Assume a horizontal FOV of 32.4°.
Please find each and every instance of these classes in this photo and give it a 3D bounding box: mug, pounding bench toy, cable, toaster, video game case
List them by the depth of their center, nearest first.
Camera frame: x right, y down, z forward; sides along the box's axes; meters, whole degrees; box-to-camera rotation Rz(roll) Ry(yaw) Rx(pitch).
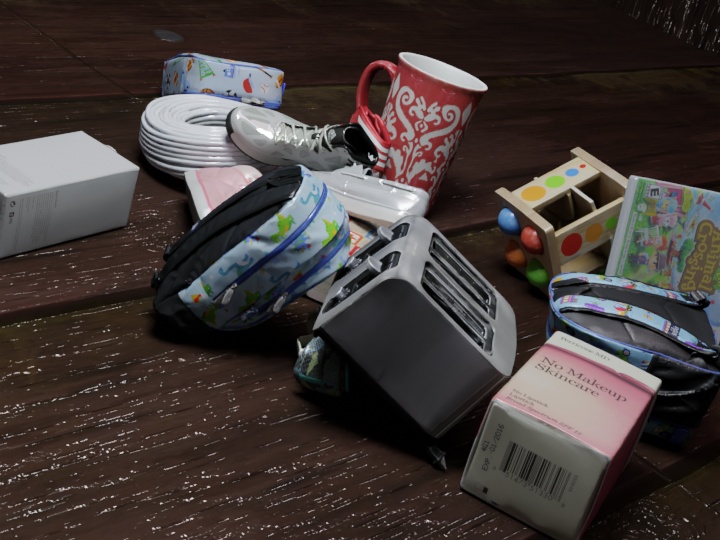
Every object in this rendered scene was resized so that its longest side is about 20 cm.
[{"bbox_3d":[0.063,0.060,1.258,0.200,0.119,0.181,45,23,-9],"label":"toaster"},{"bbox_3d":[0.407,-0.009,1.605,0.181,0.202,0.022,9,10,-16],"label":"video game case"},{"bbox_3d":[0.278,-0.028,1.666,0.155,0.201,0.124,-28,38,-14],"label":"pounding bench toy"},{"bbox_3d":[-0.199,-0.180,1.677,0.198,0.070,0.200,1,25,-12],"label":"cable"},{"bbox_3d":[0.074,-0.197,1.763,0.133,0.201,0.178,8,22,-31],"label":"mug"}]

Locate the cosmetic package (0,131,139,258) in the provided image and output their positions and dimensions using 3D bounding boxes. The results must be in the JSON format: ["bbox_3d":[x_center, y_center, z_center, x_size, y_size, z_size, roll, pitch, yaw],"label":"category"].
[{"bbox_3d":[-0.364,-0.091,1.414,0.107,0.085,0.199,32,28,27],"label":"cosmetic package"}]

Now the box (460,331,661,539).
[{"bbox_3d":[0.203,0.161,1.234,0.127,0.110,0.200,25,27,18],"label":"box"}]

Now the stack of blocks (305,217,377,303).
[{"bbox_3d":[0.000,0.000,1.480,0.199,0.059,0.115,25,30,10],"label":"stack of blocks"}]

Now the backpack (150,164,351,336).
[{"bbox_3d":[-0.107,-0.024,1.315,0.153,0.200,0.163,36,21,-12],"label":"backpack"}]

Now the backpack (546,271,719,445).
[{"bbox_3d":[0.297,0.088,1.410,0.198,0.135,0.183,16,25,-3],"label":"backpack"}]

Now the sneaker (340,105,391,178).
[{"bbox_3d":[-0.025,-0.179,1.736,0.199,0.116,0.078,28,4,40],"label":"sneaker"}]

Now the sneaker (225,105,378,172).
[{"bbox_3d":[-0.065,-0.175,1.577,0.199,0.115,0.076,21,63,-21],"label":"sneaker"}]

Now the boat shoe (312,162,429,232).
[{"bbox_3d":[-0.004,-0.097,1.539,0.199,0.069,0.072,17,-20,37],"label":"boat shoe"}]

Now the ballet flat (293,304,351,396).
[{"bbox_3d":[-0.032,0.068,1.330,0.074,0.075,0.200,18,22,2],"label":"ballet flat"}]

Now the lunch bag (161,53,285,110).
[{"bbox_3d":[-0.203,-0.275,1.848,0.159,0.076,0.200,6,7,-27],"label":"lunch bag"}]

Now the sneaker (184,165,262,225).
[{"bbox_3d":[-0.155,-0.077,1.508,0.104,0.076,0.200,-8,27,-10],"label":"sneaker"}]
